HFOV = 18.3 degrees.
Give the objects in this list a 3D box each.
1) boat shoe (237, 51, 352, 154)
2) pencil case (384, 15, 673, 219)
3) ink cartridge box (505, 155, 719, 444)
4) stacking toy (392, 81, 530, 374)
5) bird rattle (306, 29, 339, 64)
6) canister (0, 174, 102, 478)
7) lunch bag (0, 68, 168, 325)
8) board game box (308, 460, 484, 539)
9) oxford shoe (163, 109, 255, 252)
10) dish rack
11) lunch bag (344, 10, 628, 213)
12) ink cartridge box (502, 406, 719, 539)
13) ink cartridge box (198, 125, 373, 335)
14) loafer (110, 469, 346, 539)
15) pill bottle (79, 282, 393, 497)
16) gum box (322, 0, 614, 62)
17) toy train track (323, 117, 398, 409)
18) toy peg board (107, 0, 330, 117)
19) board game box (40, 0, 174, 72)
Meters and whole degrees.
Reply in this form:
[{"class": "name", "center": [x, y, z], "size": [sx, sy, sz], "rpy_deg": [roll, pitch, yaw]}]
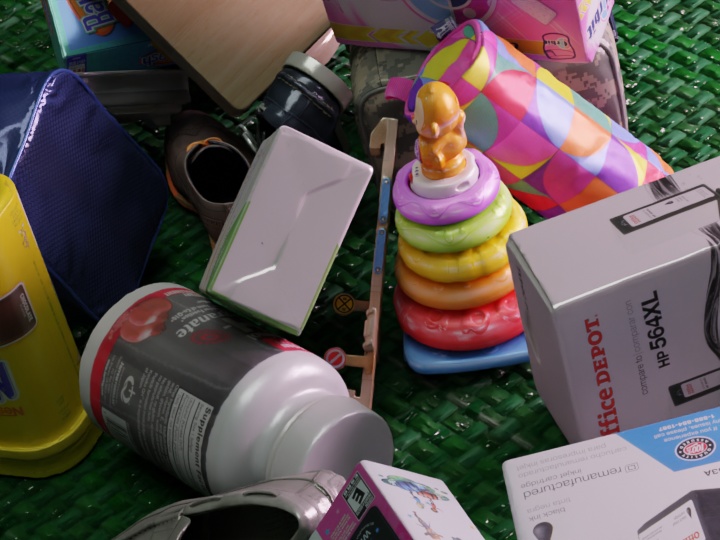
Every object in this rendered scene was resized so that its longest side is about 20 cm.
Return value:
[{"class": "boat shoe", "center": [-0.045, -0.096, 1.590], "size": [0.075, 0.200, 0.062], "rpy_deg": [38, 79, 0]}, {"class": "pencil case", "center": [0.118, -0.087, 1.490], "size": [0.088, 0.200, 0.088], "rpy_deg": [-44, 25, 26]}, {"class": "ink cartridge box", "center": [0.204, 0.019, 1.362], "size": [0.200, 0.146, 0.084], "rpy_deg": [-21, 40, -5]}, {"class": "stacking toy", "center": [0.061, -0.037, 1.437], "size": [0.110, 0.200, 0.116], "rpy_deg": [-7, 40, 10]}, {"class": "bird rattle", "center": [-0.079, -0.213, 1.810], "size": [0.200, 0.113, 0.163], "rpy_deg": [-24, 60, -15]}, {"class": "canister", "center": [-0.263, 0.032, 1.465], "size": [0.148, 0.200, 0.087], "rpy_deg": [4, 41, 24]}, {"class": "lunch bag", "center": [-0.237, -0.048, 1.564], "size": [0.132, 0.200, 0.136], "rpy_deg": [4, 61, 28]}, {"class": "board game box", "center": [0.025, 0.219, 1.184], "size": [0.148, 0.064, 0.200], "rpy_deg": [-59, 37, 16]}, {"class": "oxford shoe", "center": [-0.104, -0.076, 1.646], "size": [0.071, 0.073, 0.200], "rpy_deg": [-24, 38, -10]}, {"class": "dish rack", "center": [-0.237, -0.118, 1.692], "size": [0.200, 0.044, 0.172], "rpy_deg": [-8, -1, 38]}, {"class": "lunch bag", "center": [0.091, -0.149, 1.612], "size": [0.200, 0.139, 0.168], "rpy_deg": [-14, 44, 5]}, {"class": "ink cartridge box", "center": [0.168, 0.182, 1.224], "size": [0.145, 0.084, 0.200], "rpy_deg": [-14, 38, 3]}, {"class": "ink cartridge box", "center": [-0.053, -0.025, 1.455], "size": [0.067, 0.200, 0.117], "rpy_deg": [24, 87, -5]}, {"class": "loafer", "center": [-0.094, 0.165, 1.305], "size": [0.200, 0.070, 0.070], "rpy_deg": [-26, -9, 28]}, {"class": "pill bottle", "center": [-0.076, 0.090, 1.402], "size": [0.111, 0.111, 0.200], "rpy_deg": [-39, 44, -27]}, {"class": "gum box", "center": [0.060, -0.208, 1.498], "size": [0.200, 0.114, 0.066], "rpy_deg": [7, 50, 22]}, {"class": "toy train track", "center": [0.000, 0.000, 1.446], "size": [0.032, 0.115, 0.200], "rpy_deg": [6, 81, 3]}, {"class": "toy peg board", "center": [-0.108, -0.235, 1.675], "size": [0.200, 0.199, 0.098], "rpy_deg": [-46, 2, -23]}, {"class": "board game box", "center": [-0.151, -0.235, 1.733], "size": [0.200, 0.045, 0.152], "rpy_deg": [-12, 66, -12]}]
